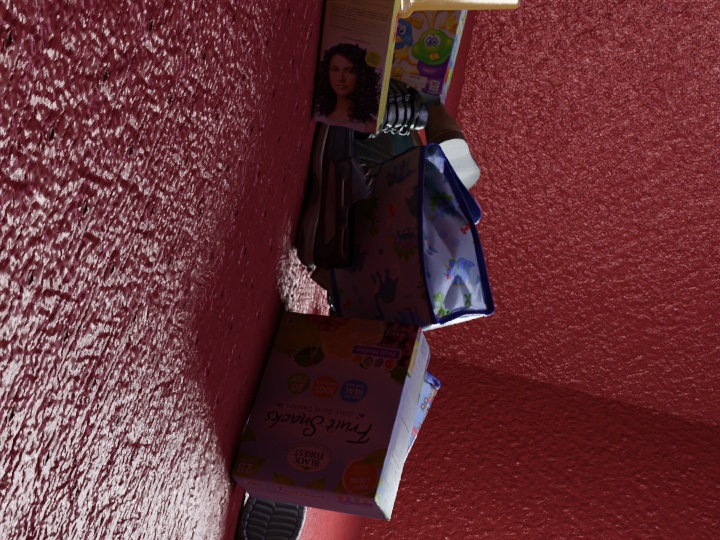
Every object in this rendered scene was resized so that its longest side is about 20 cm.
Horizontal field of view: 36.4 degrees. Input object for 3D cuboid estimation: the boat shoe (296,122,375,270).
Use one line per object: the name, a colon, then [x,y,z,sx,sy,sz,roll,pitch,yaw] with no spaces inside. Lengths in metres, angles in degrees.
boat shoe: [-0.018,-0.097,1.220,0.075,0.072,0.203,-54,156,-74]

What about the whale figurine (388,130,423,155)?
whale figurine: [0.037,-0.140,1.496,0.103,0.158,0.204,-8,103,-36]

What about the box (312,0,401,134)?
box: [0.000,-0.242,1.099,0.050,0.074,0.203,-67,167,-56]

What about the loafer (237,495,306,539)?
loafer: [-0.113,0.319,1.284,0.070,0.074,0.203,-115,-139,-82]

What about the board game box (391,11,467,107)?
board game box: [0.090,-0.333,1.554,0.105,0.101,0.203,73,31,-77]

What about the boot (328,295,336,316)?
boot: [-0.006,0.003,1.616,0.200,0.067,0.133,106,-5,-67]

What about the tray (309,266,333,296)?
tray: [0.000,0.000,1.443,0.037,0.098,0.200,-51,-178,20]

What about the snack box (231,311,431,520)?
snack box: [-0.028,0.151,1.176,0.068,0.166,0.203,61,38,-54]

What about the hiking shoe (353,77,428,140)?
hiking shoe: [0.034,-0.200,1.315,0.200,0.099,0.077,-72,171,-68]

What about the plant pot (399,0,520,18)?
plant pot: [0.109,-0.384,1.268,0.200,0.180,0.204,13,90,-84]

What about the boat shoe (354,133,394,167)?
boat shoe: [-0.001,-0.105,1.415,0.066,0.071,0.204,-41,-142,48]

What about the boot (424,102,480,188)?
boot: [0.125,-0.170,1.565,0.200,0.073,0.076,70,2,-66]

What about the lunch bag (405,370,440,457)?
lunch bag: [-0.027,0.166,1.304,0.094,0.198,0.152,45,62,-34]

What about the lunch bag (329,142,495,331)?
lunch bag: [0.049,-0.028,1.261,0.126,0.169,0.203,-10,84,-43]
